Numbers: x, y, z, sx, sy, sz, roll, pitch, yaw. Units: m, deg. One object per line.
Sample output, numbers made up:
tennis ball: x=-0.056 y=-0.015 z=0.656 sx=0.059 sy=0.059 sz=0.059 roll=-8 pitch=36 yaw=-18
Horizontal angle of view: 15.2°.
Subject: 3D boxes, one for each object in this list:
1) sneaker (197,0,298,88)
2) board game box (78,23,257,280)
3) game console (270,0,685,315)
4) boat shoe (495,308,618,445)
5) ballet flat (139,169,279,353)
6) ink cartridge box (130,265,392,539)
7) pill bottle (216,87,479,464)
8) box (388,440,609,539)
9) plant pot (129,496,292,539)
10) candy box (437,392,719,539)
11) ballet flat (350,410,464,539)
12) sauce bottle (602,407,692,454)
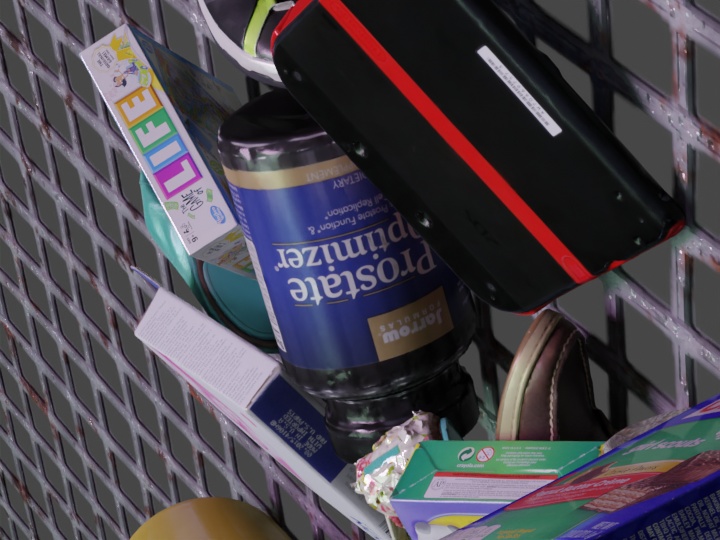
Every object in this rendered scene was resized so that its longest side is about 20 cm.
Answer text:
sneaker: x=-0.063 y=-0.180 z=1.475 sx=0.200 sy=0.072 sz=0.083 roll=50 pitch=153 yaw=33
board game box: x=-0.087 y=-0.062 z=1.571 sx=0.135 sy=0.034 sz=0.200 roll=60 pitch=-171 yaw=13
game console: x=0.052 y=-0.071 z=1.308 sx=0.200 sy=0.031 sz=0.177 roll=47 pitch=150 yaw=-5
boat shoe: x=0.117 y=0.105 z=1.390 sx=0.072 sy=0.072 sz=0.200 roll=13 pitch=132 yaw=23
ballet flat: x=-0.083 y=0.000 z=1.719 sx=0.200 sy=0.067 sz=0.070 roll=55 pitch=157 yaw=40
ink cartridge box: x=-0.048 y=0.094 z=1.655 sx=0.196 sy=0.043 sz=0.200 roll=44 pitch=171 yaw=-34
pill bottle: x=0.000 y=0.000 z=1.467 sx=0.112 sy=0.112 sz=0.200 roll=22 pitch=133 yaw=60
box: x=0.107 y=0.171 z=1.379 sx=0.117 sy=0.048 sz=0.200 roll=-3 pitch=133 yaw=36
plant pot: x=-0.090 y=0.259 z=1.859 sx=0.189 sy=0.201 sz=0.201 roll=-121 pitch=16 yaw=-60
candy box: x=0.150 y=0.104 z=1.117 sx=0.077 sy=0.200 sz=0.169 roll=68 pitch=157 yaw=-2
ballet flat: x=0.055 y=0.144 z=1.471 sx=0.200 sy=0.064 sz=0.076 roll=54 pitch=-163 yaw=-43
sauce bottle: x=0.178 y=0.166 z=1.303 sx=0.065 sy=0.065 sz=0.200 roll=6 pitch=119 yaw=65
